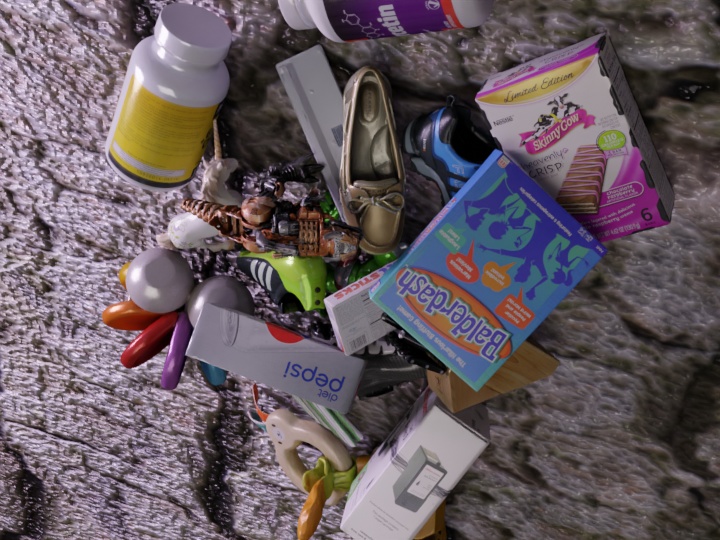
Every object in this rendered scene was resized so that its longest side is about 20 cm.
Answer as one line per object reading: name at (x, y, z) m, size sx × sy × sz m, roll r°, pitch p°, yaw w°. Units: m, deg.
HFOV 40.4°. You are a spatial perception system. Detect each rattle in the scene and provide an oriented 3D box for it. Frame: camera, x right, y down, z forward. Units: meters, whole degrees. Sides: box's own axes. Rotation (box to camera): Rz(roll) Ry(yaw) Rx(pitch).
rattle at (-0.114, 0.262, 1.339) m, size 0.200 × 0.143 × 0.130 m, roll 40°, pitch 150°, yaw 7°

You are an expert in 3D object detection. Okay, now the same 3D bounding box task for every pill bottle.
pill bottle at (-0.213, -0.194, 1.106) m, size 0.112 × 0.112 × 0.200 m, roll 30°, pitch 130°, yaw 0°
pill bottle at (0.023, -0.282, 0.946) m, size 0.199 × 0.113 × 0.113 m, roll -1°, pitch 123°, yaw 23°

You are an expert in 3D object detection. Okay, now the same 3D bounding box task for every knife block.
knife block at (0.125, 0.063, 1.109) m, size 0.199 × 0.064 × 0.176 m, roll -17°, pitch 122°, yaw -18°

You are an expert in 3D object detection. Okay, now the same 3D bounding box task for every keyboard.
keyboard at (-0.029, -0.146, 1.084) m, size 0.056 × 0.011 × 0.201 m, roll -23°, pitch 96°, yaw 4°

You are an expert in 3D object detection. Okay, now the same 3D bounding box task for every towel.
towel at (-0.076, 0.151, 1.275) m, size 0.153 × 0.023 × 0.200 m, roll 52°, pitch 167°, yaw -16°

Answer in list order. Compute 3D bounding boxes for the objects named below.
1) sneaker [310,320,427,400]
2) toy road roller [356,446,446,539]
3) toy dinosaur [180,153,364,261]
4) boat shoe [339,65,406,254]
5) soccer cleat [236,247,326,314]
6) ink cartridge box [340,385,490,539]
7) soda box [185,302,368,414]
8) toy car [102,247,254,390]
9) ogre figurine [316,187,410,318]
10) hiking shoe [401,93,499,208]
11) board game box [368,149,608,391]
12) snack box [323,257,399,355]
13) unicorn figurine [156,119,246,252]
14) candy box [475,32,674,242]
sneaker at (0.029, 0.123, 1.231) m, size 0.199 × 0.066 × 0.091 m, roll 9°, pitch 107°, yaw -5°
toy road roller at (0.065, 0.351, 1.392) m, size 0.122 × 0.146 × 0.201 m, roll 3°, pitch 87°, yaw 21°
toy dinosaur at (-0.092, -0.060, 1.046) m, size 0.200 × 0.136 × 0.102 m, roll 29°, pitch 123°, yaw 3°
boat shoe at (0.013, -0.116, 1.050) m, size 0.073 × 0.063 × 0.201 m, roll 0°, pitch 96°, yaw 0°
soccer cleat at (-0.099, 0.010, 1.177) m, size 0.200 × 0.067 × 0.081 m, roll 6°, pitch 103°, yaw 63°
ink cartridge box at (0.070, 0.244, 1.231) m, size 0.084 × 0.146 × 0.200 m, roll 36°, pitch 101°, yaw -1°
soda box at (-0.095, 0.100, 1.134) m, size 0.199 × 0.063 × 0.068 m, roll 20°, pitch 88°, yaw 5°
toy car at (-0.232, 0.075, 1.248) m, size 0.199 × 0.150 × 0.175 m, roll 24°, pitch 158°, yaw -2°
ogre figurine at (0.000, 0.000, 1.168) m, size 0.120 × 0.098 × 0.201 m, roll 26°, pitch 119°, yaw 18°
hiking shoe at (0.129, -0.090, 1.052) m, size 0.200 × 0.074 × 0.087 m, roll 47°, pitch 146°, yaw -14°
board game box at (0.130, 0.001, 1.008) m, size 0.152 × 0.045 × 0.200 m, roll 40°, pitch 97°, yaw -8°
snack box at (0.056, 0.019, 1.105) m, size 0.024 × 0.200 × 0.072 m, roll 40°, pitch 153°, yaw 51°
unicorn figurine at (-0.169, -0.072, 1.163) m, size 0.200 × 0.137 × 0.074 m, roll -43°, pitch 63°, yaw 26°
candy box at (0.223, -0.125, 1.009) m, size 0.136 × 0.061 × 0.200 m, roll -17°, pitch 115°, yaw 31°
